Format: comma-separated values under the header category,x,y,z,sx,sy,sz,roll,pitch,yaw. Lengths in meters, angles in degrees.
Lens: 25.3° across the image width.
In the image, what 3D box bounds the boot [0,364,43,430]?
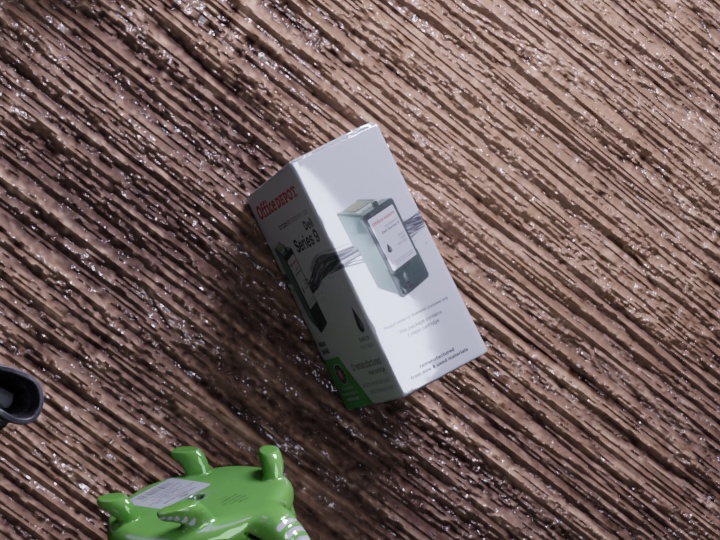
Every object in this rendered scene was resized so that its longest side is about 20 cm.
category,x,y,z,sx,sy,sz,roll,pitch,yaw
boot,-0.333,0.074,1.151,0.199,0.132,0.070,8,79,-19

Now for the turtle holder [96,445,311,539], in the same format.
category,x,y,z,sx,sy,sz,roll,pitch,yaw
turtle holder,-0.096,0.211,1.198,0.184,0.141,0.133,-8,103,16

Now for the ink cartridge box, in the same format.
category,x,y,z,sx,sy,sz,roll,pitch,yaw
ink cartridge box,0.000,0.000,1.278,0.084,0.146,0.201,-26,90,-20
